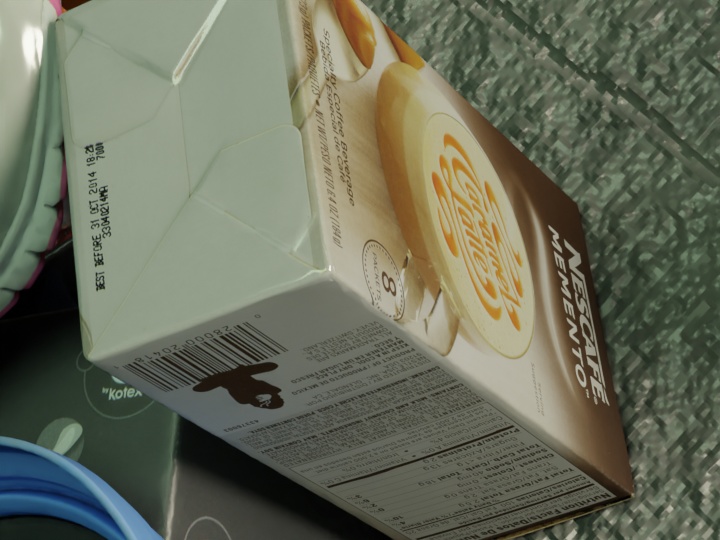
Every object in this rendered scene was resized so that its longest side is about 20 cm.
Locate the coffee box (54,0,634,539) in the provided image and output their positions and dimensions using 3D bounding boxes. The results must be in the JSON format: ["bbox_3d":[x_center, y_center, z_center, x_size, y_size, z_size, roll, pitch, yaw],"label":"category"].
[{"bbox_3d":[0.000,0.000,0.709,0.080,0.200,0.115,-20,60,22],"label":"coffee box"}]

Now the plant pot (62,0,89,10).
[{"bbox_3d":[-0.180,-0.115,0.892,0.200,0.200,0.140,-42,38,10],"label":"plant pot"}]

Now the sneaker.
[{"bbox_3d":[-0.151,-0.012,0.714,0.200,0.088,0.081,-61,28,21],"label":"sneaker"}]

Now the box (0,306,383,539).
[{"bbox_3d":[-0.068,0.122,0.747,0.106,0.122,0.200,-10,64,31],"label":"box"}]

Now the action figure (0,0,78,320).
[{"bbox_3d":[-0.109,-0.050,0.820,0.200,0.194,0.105,-29,55,-11],"label":"action figure"}]

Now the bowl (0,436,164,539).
[{"bbox_3d":[-0.119,0.147,0.666,0.200,0.039,0.201,-14,62,29],"label":"bowl"}]
